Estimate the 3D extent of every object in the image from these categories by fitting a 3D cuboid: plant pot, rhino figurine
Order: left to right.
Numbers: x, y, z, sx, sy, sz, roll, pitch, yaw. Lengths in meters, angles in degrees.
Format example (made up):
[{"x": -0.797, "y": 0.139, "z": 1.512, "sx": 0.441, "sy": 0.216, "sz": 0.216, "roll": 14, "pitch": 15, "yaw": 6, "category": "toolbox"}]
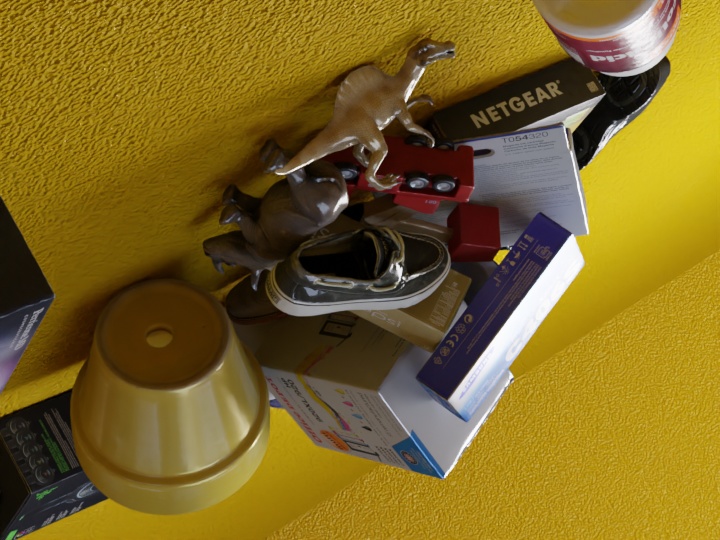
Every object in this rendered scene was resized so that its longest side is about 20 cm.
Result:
[{"x": -0.189, "y": 0.110, "z": 1.731, "sx": 0.201, "sy": 0.201, "sz": 0.189, "roll": -26, "pitch": 150, "yaw": -19, "category": "plant pot"}, {"x": -0.082, "y": -0.042, "z": 1.568, "sx": 0.200, "sy": 0.087, "sz": 0.060, "roll": -44, "pitch": -155, "yaw": 47, "category": "rhino figurine"}]

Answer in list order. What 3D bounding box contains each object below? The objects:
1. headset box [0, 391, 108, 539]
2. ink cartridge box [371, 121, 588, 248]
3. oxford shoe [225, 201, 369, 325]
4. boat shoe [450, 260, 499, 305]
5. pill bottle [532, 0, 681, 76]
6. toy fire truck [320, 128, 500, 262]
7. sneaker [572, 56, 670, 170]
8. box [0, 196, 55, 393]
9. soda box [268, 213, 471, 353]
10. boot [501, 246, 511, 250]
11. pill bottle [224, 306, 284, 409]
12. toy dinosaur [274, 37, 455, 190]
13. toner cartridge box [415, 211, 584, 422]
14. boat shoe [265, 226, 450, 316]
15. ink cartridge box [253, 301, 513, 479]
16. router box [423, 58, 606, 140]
[{"x": -0.331, "y": 0.208, "z": 1.949, "sx": 0.200, "sy": 0.093, "sz": 0.174, "roll": -21, "pitch": 163, "yaw": -35, "category": "headset box"}, {"x": 0.112, "y": -0.086, "z": 1.701, "sx": 0.196, "sy": 0.043, "sz": 0.200, "roll": -8, "pitch": 148, "yaw": 10, "category": "ink cartridge box"}, {"x": -0.063, "y": -0.014, "z": 1.832, "sx": 0.200, "sy": 0.070, "sz": 0.075, "roll": -31, "pitch": 140, "yaw": 8, "category": "oxford shoe"}, {"x": 0.123, "y": 0.033, "z": 1.853, "sx": 0.070, "sy": 0.071, "sz": 0.200, "roll": -13, "pitch": 161, "yaw": -21, "category": "boat shoe"}, {"x": 0.210, "y": -0.230, "z": 1.486, "sx": 0.114, "sy": 0.114, "sz": 0.200, "roll": -33, "pitch": 167, "yaw": 10, "category": "pill bottle"}, {"x": 0.044, "y": -0.069, "z": 1.639, "sx": 0.200, "sy": 0.049, "sz": 0.141, "roll": 6, "pitch": 150, "yaw": -11, "category": "toy fire truck"}, {"x": 0.266, "y": -0.170, "z": 1.938, "sx": 0.200, "sy": 0.076, "sz": 0.091, "roll": -37, "pitch": 172, "yaw": 33, "category": "sneaker"}, {"x": -0.347, "y": 0.046, "z": 1.253, "sx": 0.198, "sy": 0.123, "sz": 0.200, "roll": -24, "pitch": 166, "yaw": -33, "category": "box"}, {"x": 0.000, "y": 0.000, "z": 1.682, "sx": 0.064, "sy": 0.200, "sz": 0.068, "roll": -62, "pitch": 178, "yaw": -21, "category": "soda box"}, {"x": 0.124, "y": -0.046, "z": 1.850, "sx": 0.162, "sy": 0.073, "sz": 0.198, "roll": -21, "pitch": 164, "yaw": -10, "category": "boot"}, {"x": -0.104, "y": 0.093, "z": 1.975, "sx": 0.116, "sy": 0.116, "sz": 0.200, "roll": -32, "pitch": 167, "yaw": 6, "category": "pill bottle"}, {"x": 0.002, "y": -0.122, "z": 1.507, "sx": 0.200, "sy": 0.058, "sz": 0.101, "roll": -40, "pitch": 129, "yaw": -16, "category": "toy dinosaur"}, {"x": 0.137, "y": 0.047, "z": 1.704, "sx": 0.200, "sy": 0.043, "sz": 0.095, "roll": -53, "pitch": 157, "yaw": -5, "category": "toner cartridge box"}, {"x": 0.011, "y": -0.004, "z": 1.583, "sx": 0.200, "sy": 0.071, "sz": 0.064, "roll": -13, "pitch": 156, "yaw": -39, "category": "boat shoe"}, {"x": 0.020, "y": 0.102, "z": 1.828, "sx": 0.200, "sy": 0.147, "sz": 0.145, "roll": 9, "pitch": -126, "yaw": 46, "category": "ink cartridge box"}, {"x": 0.135, "y": -0.133, "z": 1.814, "sx": 0.200, "sy": 0.052, "sz": 0.157, "roll": -24, "pitch": 165, "yaw": -28, "category": "router box"}]
